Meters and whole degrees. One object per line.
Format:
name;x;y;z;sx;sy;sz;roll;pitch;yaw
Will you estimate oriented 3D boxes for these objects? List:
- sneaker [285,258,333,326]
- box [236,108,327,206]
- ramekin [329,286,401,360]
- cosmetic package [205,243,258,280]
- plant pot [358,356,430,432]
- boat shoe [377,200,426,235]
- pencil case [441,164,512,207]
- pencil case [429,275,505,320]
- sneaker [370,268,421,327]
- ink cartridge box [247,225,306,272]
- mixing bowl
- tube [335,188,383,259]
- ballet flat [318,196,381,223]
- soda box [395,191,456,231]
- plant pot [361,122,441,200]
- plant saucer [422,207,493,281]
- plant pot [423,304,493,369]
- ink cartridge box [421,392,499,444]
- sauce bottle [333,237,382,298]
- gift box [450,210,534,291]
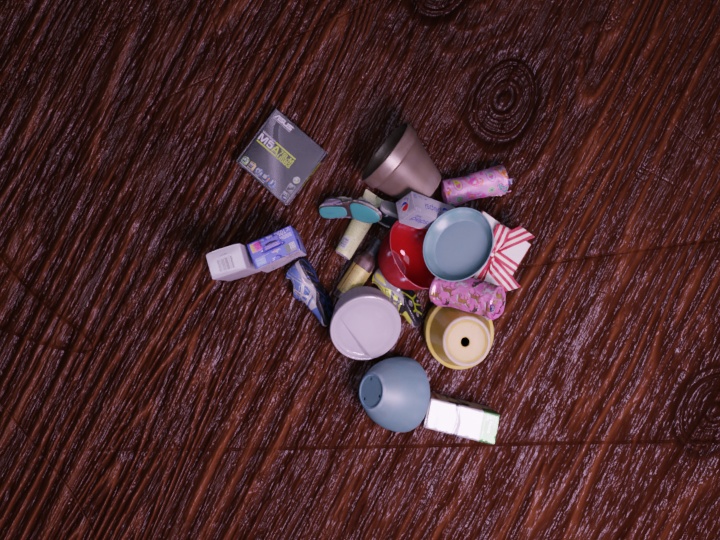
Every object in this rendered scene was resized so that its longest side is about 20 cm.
sneaker;-0.143;0.069;1.769;0.076;0.075;0.204;-27;88;23
box;-0.227;-0.325;1.783;0.199;0.048;0.194;40;92;1
ramekin;0.009;0.138;1.713;0.196;0.095;0.208;-3;116;-7
cosmetic package;-0.347;-0.020;1.701;0.099;0.200;0.076;-16;89;0
plant pot;0.071;0.330;1.668;0.197;0.133;0.206;-15;68;43
boat shoe;0.134;-0.134;1.766;0.196;0.076;0.061;26;127;-8
pencil case;0.327;-0.237;1.752;0.194;0.087;0.090;-14;88;-1
pencil case;0.275;0.065;1.601;0.196;0.084;0.087;15;52;36
sneaker;0.106;0.076;1.766;0.076;0.075;0.203;-32;91;31
ink cartridge box;-0.229;-0.058;1.700;0.133;0.200;0.078;-24;88;0
mixing bowl;0.118;-0.028;1.692;0.107;0.198;0.204;-29;88;42
tube;-0.001;-0.129;1.777;0.058;0.051;0.203;34;83;-37
ballet flat;-0.023;-0.181;1.745;0.195;0.072;0.074;7;89;24
soda box;0.190;-0.151;1.698;0.068;0.197;0.065;-31;57;40
plant pot;0.126;-0.275;1.718;0.173;0.200;0.201;39;90;-15
plant saucer;0.258;-0.064;1.613;0.195;0.036;0.206;-12;66;27
plant pot;0.275;0.177;1.684;0.194;0.189;0.207;0;94;2
ink cartridge box;0.270;0.405;1.707;0.194;0.147;0.086;13;87;0
sauce bottle;0.000;0.000;1.762;0.064;0.065;0.202;35;91;2
gift box;0.362;-0.043;1.696;0.197;0.187;0.188;29;90;3
